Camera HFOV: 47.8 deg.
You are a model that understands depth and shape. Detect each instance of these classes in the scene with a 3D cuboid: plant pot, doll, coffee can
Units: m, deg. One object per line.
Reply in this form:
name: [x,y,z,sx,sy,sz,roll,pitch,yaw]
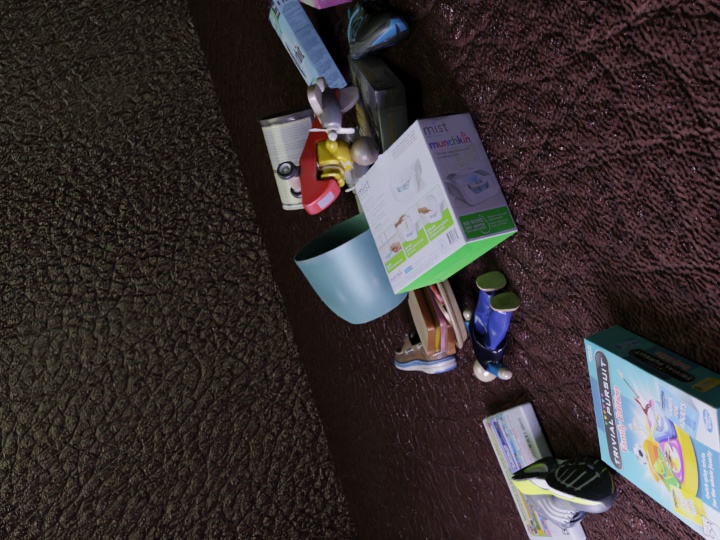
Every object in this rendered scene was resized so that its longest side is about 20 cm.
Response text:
plant pot: [0.000,0.000,1.517,0.162,0.200,0.200,61,169,-14]
doll: [0.188,0.098,1.173,0.201,0.048,0.137,90,159,-50]
coffee can: [-0.127,-0.251,1.784,0.146,0.145,0.202,-148,42,-69]

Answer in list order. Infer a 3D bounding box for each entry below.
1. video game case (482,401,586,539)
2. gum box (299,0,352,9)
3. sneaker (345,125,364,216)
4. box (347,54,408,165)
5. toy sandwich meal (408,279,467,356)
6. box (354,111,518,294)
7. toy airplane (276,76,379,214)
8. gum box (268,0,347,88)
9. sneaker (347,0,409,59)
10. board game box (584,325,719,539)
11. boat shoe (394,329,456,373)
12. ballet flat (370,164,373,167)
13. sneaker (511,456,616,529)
video game case: [0.255,0.305,1.218,0.182,0.022,0.202,119,131,-71]
gum box: [-0.082,-0.535,1.426,0.200,0.066,0.114,-131,26,-59]
sneaker: [-0.010,-0.185,1.550,0.074,0.079,0.201,-127,22,-50]
box: [0.031,-0.250,1.312,0.200,0.048,0.160,-114,13,-57]
toy sandwich meal: [0.109,0.046,1.299,0.205,0.070,0.207,-22,-90,-89]
box: [0.094,-0.088,1.113,0.200,0.096,0.178,-41,66,57]
toy airplane: [-0.032,-0.204,1.273,0.200,0.140,0.201,-41,-43,-57]
gum box: [-0.104,-0.421,1.555,0.201,0.044,0.170,59,175,-9]
sneaker: [0.015,-0.373,1.229,0.200,0.073,0.083,-157,51,-72]
board game box: [0.302,0.157,0.796,0.200,0.047,0.152,-145,40,-68]
boat shoe: [0.116,0.142,1.490,0.200,0.072,0.073,-9,94,66]
ballet flat: [0.035,-0.168,1.407,0.200,0.057,0.067,39,158,56]
sneaker: [0.272,0.291,1.047,0.081,0.074,0.200,60,164,0]
